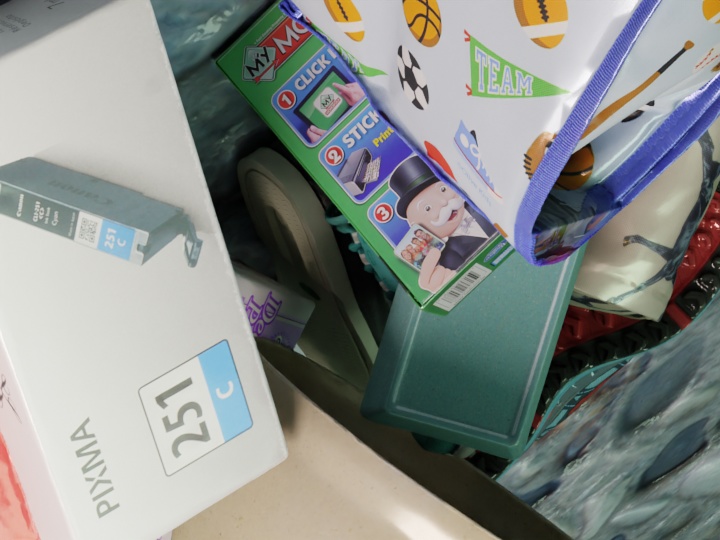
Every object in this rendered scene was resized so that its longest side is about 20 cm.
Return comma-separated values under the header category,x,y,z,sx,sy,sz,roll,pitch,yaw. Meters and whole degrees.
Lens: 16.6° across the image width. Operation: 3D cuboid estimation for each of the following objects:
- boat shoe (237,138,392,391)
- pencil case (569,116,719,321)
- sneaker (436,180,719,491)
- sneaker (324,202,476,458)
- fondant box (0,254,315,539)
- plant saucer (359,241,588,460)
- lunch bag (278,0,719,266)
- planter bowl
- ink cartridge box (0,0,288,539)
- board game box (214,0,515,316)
category,x,y,z,sx,sy,sz,roll,pitch,yaw
boat shoe,0.000,0.000,1.101,0.068,0.072,0.200,-42,150,-19
pencil case,0.120,-0.074,1.048,0.200,0.089,0.078,-68,159,5
sneaker,0.093,0.023,1.148,0.200,0.079,0.096,-40,175,9
sneaker,0.023,-0.022,1.009,0.080,0.200,0.078,-5,-172,-16
fondant box,-0.110,0.050,0.994,0.144,0.058,0.200,-64,156,2
plant saucer,0.061,-0.027,0.970,0.019,0.070,0.200,-133,-120,-80
lunch bag,0.062,-0.125,0.851,0.124,0.170,0.200,-16,146,-47
planter bowl,0.000,0.137,1.007,0.135,0.200,0.200,-55,156,2
ink cartridge box,-0.129,0.021,0.856,0.176,0.045,0.200,-30,121,-24
board game box,0.058,-0.099,0.933,0.200,0.135,0.029,-43,159,10
